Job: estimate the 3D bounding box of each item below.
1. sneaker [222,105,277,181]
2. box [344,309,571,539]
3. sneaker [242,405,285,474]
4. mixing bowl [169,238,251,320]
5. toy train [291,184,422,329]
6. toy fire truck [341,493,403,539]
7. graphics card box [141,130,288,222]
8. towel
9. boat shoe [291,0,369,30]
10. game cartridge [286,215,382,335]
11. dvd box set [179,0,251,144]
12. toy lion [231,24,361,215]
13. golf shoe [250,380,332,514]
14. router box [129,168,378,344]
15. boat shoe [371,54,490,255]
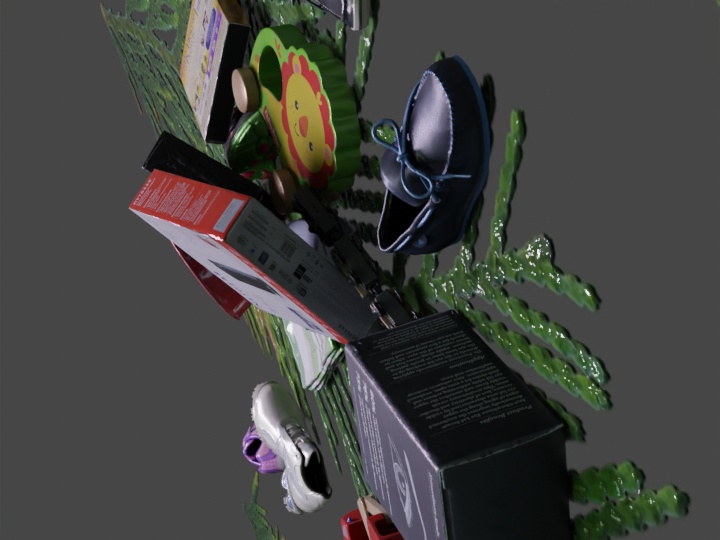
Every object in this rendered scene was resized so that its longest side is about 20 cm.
[{"bbox_3d":[-0.134,-0.159,1.475,0.084,0.076,0.200,67,163,7],"label":"sneaker"},{"bbox_3d":[0.075,0.147,0.997,0.200,0.104,0.149,-131,28,-56],"label":"box"},{"bbox_3d":[-0.145,0.257,1.941,0.200,0.088,0.081,-138,32,-64],"label":"sneaker"},{"bbox_3d":[-0.168,-0.048,1.597,0.201,0.108,0.200,56,-177,-4],"label":"mixing bowl"},{"bbox_3d":[0.000,0.000,1.167,0.200,0.034,0.046,52,174,24],"label":"toy train"},{"bbox_3d":[0.021,0.317,1.485,0.200,0.049,0.142,-138,34,-64],"label":"toy fire truck"},{"bbox_3d":[-0.152,-0.087,1.369,0.125,0.051,0.200,31,178,6],"label":"graphics card box"},{"bbox_3d":[-0.067,0.061,1.558,0.200,0.031,0.150,117,133,-69],"label":"towel"},{"bbox_3d":[-0.045,-0.263,1.068,0.075,0.062,0.200,91,156,-44],"label":"boat shoe"},{"bbox_3d":[-0.035,0.005,1.355,0.200,0.040,0.134,8,117,69],"label":"game cartridge"},{"bbox_3d":[-0.173,-0.255,1.473,0.200,0.029,0.147,-118,38,-56],"label":"dvd box set"},{"bbox_3d":[-0.057,-0.160,1.241,0.192,0.068,0.201,119,133,-60],"label":"toy lion"},{"bbox_3d":[-0.088,0.246,1.795,0.097,0.078,0.201,-30,82,57],"label":"golf shoe"},{"bbox_3d":[-0.101,-0.012,1.219,0.179,0.049,0.200,18,162,50],"label":"router box"},{"bbox_3d":[0.049,-0.069,0.924,0.200,0.068,0.084,92,156,-50],"label":"boat shoe"}]
